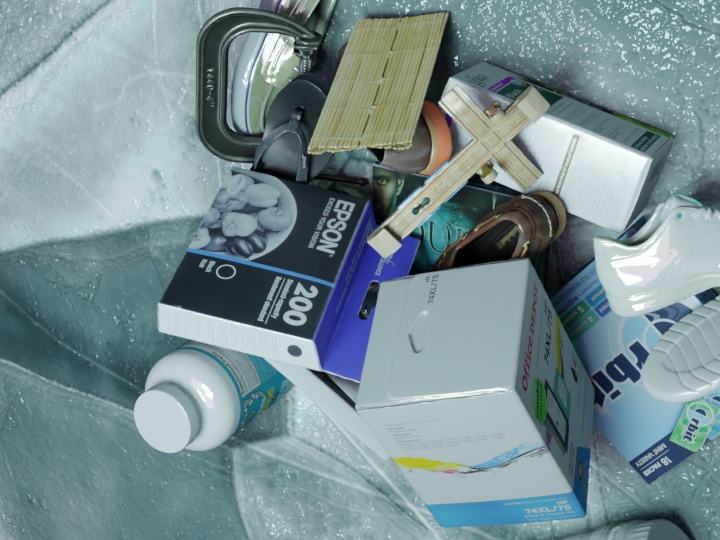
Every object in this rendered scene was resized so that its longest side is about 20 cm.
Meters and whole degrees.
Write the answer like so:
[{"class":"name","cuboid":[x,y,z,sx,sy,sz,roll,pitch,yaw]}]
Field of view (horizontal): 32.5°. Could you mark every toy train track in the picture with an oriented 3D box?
[{"class":"toy train track","cuboid":[0.085,-0.082,1.082,0.200,0.033,0.115,-43,108,13]}]

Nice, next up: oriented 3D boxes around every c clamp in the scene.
[{"class":"c clamp","cuboid":[-0.080,-0.170,1.221,0.171,0.027,0.200,0,129,1]}]

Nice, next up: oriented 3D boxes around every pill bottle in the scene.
[{"class":"pill bottle","cuboid":[-0.155,0.122,1.323,0.111,0.200,0.111,10,113,26]}]

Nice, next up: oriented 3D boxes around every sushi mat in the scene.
[{"class":"sushi mat","cuboid":[0.019,-0.173,1.126,0.096,0.200,0.012,1,135,17]}]

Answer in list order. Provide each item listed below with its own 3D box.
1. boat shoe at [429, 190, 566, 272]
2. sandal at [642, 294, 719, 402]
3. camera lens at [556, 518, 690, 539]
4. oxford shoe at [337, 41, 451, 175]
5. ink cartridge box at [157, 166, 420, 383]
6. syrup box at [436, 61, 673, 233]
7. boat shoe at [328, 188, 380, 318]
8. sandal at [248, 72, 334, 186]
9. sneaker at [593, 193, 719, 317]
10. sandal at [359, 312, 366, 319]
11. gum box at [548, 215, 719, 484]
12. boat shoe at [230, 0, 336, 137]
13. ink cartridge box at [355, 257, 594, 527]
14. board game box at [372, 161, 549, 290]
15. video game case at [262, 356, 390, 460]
[{"class":"boat shoe","cuboid":[0.106,-0.002,1.140,0.070,0.070,0.200,48,134,11]},{"class":"sandal","cuboid":[0.339,0.052,1.078,0.203,0.082,0.050,-40,128,4]},{"class":"camera lens","cuboid":[0.230,0.341,1.220,0.200,0.160,0.160,-26,94,33]},{"class":"oxford shoe","cuboid":[0.013,-0.162,1.160,0.200,0.073,0.071,56,141,44]},{"class":"ink cartridge box","cuboid":[-0.060,-0.001,1.144,0.200,0.198,0.043,14,136,7]},{"class":"syrup box","cuboid":[0.172,-0.116,1.133,0.200,0.079,0.081,26,120,18]},{"class":"boat shoe","cuboid":[0.000,0.000,1.228,0.075,0.062,0.200,-52,55,47]},{"class":"sandal","cuboid":[-0.076,-0.103,1.216,0.076,0.043,0.200,31,125,1]},{"class":"sneaker","cuboid":[0.299,-0.033,1.065,0.200,0.075,0.089,-23,105,7]},{"class":"sandal","cuboid":[0.042,0.084,1.271,0.201,0.080,0.057,10,153,3]},{"class":"gum box","cuboid":[0.271,0.078,1.172,0.200,0.045,0.170,48,123,6]},{"class":"boat shoe","cuboid":[-0.076,-0.217,1.233,0.062,0.072,0.200,30,117,23]},{"class":"ink cartridge box","cuboid":[0.109,0.113,1.105,0.146,0.147,0.200,-9,136,25]},{"class":"board game box","cuboid":[0.094,-0.027,1.211,0.200,0.028,0.135,16,116,38]},{"class":"video game case","cuboid":[-0.066,0.093,1.237,0.023,0.182,0.200,-47,126,-3]}]
